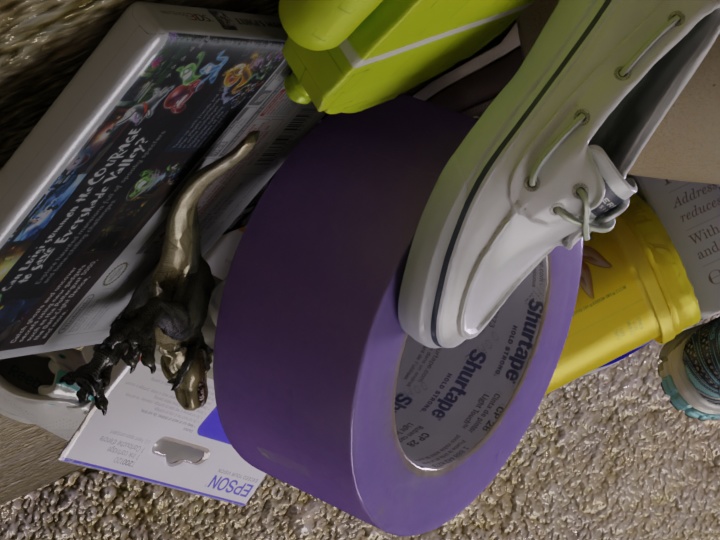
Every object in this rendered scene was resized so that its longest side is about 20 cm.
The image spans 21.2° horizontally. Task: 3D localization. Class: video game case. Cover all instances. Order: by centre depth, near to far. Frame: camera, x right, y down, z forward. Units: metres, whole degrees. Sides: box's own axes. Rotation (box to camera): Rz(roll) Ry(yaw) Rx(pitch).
[{"bbox_3d":[-0.101,-0.035,0.847,0.200,0.023,0.181,-47,163,22],"label":"video game case"}]

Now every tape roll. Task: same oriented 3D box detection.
[{"bbox_3d":[0.023,0.021,0.938,0.085,0.202,0.199,22,-157,31],"label":"tape roll"}]

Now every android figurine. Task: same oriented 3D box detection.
[{"bbox_3d":[0.042,-0.126,0.781,0.181,0.041,0.200,-26,171,-44],"label":"android figurine"}]

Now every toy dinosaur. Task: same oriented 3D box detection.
[{"bbox_3d":[-0.092,0.018,0.885,0.088,0.047,0.201,-51,169,-33],"label":"toy dinosaur"}]

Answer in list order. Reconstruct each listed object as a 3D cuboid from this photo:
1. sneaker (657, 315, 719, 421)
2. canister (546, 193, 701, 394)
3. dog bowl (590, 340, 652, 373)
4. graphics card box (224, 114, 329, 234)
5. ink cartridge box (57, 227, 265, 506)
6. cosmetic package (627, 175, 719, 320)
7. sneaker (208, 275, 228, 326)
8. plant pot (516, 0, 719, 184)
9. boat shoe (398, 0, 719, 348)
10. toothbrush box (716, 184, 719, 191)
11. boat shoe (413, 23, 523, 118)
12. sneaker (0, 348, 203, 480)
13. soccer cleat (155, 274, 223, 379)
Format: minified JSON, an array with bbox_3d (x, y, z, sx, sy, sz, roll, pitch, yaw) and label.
[{"bbox_3d":[0.291,0.040,1.225,0.199,0.078,0.086,-22,171,-25],"label":"sneaker"},{"bbox_3d":[0.088,0.027,1.176,0.199,0.087,0.149,-27,-160,-2],"label":"canister"},{"bbox_3d":[0.151,-0.028,1.404,0.199,0.201,0.079,-22,172,-23],"label":"dog bowl"},{"bbox_3d":[-0.112,-0.035,0.992,0.199,0.051,0.125,-24,175,-20],"label":"graphics card box"},{"bbox_3d":[-0.080,0.049,1.214,0.200,0.043,0.198,-52,145,9],"label":"ink cartridge box"},{"bbox_3d":[0.245,-0.091,1.219,0.166,0.201,0.166,-25,175,6],"label":"cosmetic package"},{"bbox_3d":[-0.009,-0.023,1.045,0.086,0.075,0.200,-16,-167,47],"label":"sneaker"},{"bbox_3d":[0.178,-0.119,0.953,0.198,0.189,0.187,-9,176,6],"label":"plant pot"},{"bbox_3d":[0.087,-0.047,0.828,0.073,0.067,0.201,11,109,-61],"label":"boat shoe"},{"bbox_3d":[0.265,-0.147,1.083,0.199,0.147,0.085,-27,175,13],"label":"toothbrush box"},{"bbox_3d":[0.094,-0.107,1.156,0.072,0.060,0.200,-20,173,-40],"label":"boat shoe"},{"bbox_3d":[-0.182,0.089,1.312,0.198,0.076,0.089,15,163,7],"label":"sneaker"},{"bbox_3d":[-0.060,0.040,1.062,0.078,0.199,0.069,-48,-173,47],"label":"soccer cleat"}]
